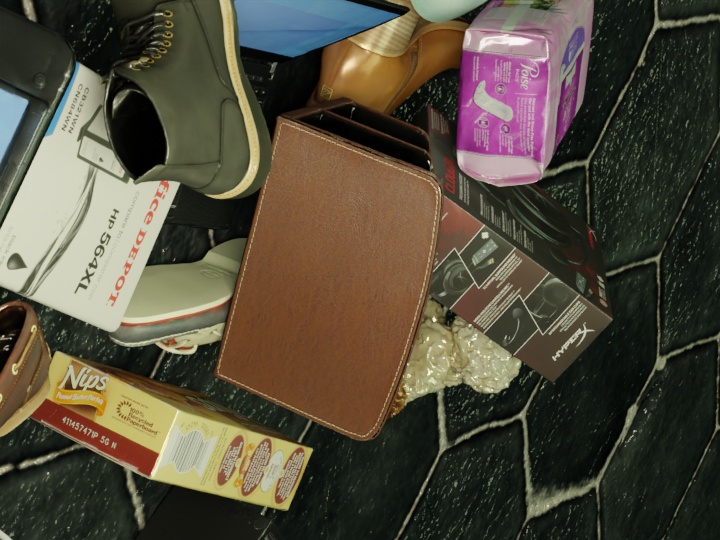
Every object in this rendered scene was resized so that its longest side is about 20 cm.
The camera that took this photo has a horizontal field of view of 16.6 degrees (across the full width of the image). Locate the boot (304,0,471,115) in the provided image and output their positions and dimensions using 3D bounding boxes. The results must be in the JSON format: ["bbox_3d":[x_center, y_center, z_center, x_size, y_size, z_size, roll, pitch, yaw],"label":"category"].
[{"bbox_3d":[0.015,-0.140,1.893,0.155,0.073,0.200,-62,154,7],"label":"boot"}]

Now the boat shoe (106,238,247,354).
[{"bbox_3d":[-0.119,0.028,1.779,0.200,0.071,0.063,-23,132,-57],"label":"boat shoe"}]

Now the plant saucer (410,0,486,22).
[{"bbox_3d":[0.100,-0.272,1.802,0.201,0.039,0.202,-44,146,-40],"label":"plant saucer"}]

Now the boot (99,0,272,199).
[{"bbox_3d":[-0.130,-0.141,1.515,0.077,0.201,0.138,-31,169,20],"label":"boot"}]

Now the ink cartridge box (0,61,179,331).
[{"bbox_3d":[-0.205,-0.060,1.552,0.200,0.084,0.147,28,84,-60],"label":"ink cartridge box"}]

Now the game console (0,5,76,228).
[{"bbox_3d":[-0.280,-0.080,1.388,0.116,0.175,0.201,94,21,-87],"label":"game console"}]

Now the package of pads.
[{"bbox_3d":[0.128,-0.154,1.890,0.200,0.075,0.121,-57,151,-63],"label":"package of pads"}]

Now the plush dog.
[{"bbox_3d":[-0.001,0.049,1.911,0.171,0.200,0.161,2,135,-52],"label":"plush dog"}]

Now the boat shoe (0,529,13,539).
[{"bbox_3d":[-0.236,0.255,1.732,0.068,0.073,0.200,-52,146,-20],"label":"boat shoe"}]

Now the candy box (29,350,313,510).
[{"bbox_3d":[-0.132,0.116,1.764,0.200,0.115,0.056,25,89,-61],"label":"candy box"}]

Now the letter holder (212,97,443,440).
[{"bbox_3d":[0.000,0.000,1.740,0.100,0.141,0.201,-22,130,-61],"label":"letter holder"}]

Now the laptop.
[{"bbox_3d":[-0.077,-0.112,1.711,0.177,0.103,0.201,5,105,-59],"label":"laptop"}]

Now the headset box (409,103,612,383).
[{"bbox_3d":[0.090,-0.028,1.881,0.077,0.200,0.149,-47,-163,21],"label":"headset box"}]

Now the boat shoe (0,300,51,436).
[{"bbox_3d":[-0.270,0.096,1.570,0.200,0.070,0.071,-53,156,-40],"label":"boat shoe"}]

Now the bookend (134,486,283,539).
[{"bbox_3d":[-0.131,0.300,1.918,0.200,0.092,0.199,-54,148,-21],"label":"bookend"}]
